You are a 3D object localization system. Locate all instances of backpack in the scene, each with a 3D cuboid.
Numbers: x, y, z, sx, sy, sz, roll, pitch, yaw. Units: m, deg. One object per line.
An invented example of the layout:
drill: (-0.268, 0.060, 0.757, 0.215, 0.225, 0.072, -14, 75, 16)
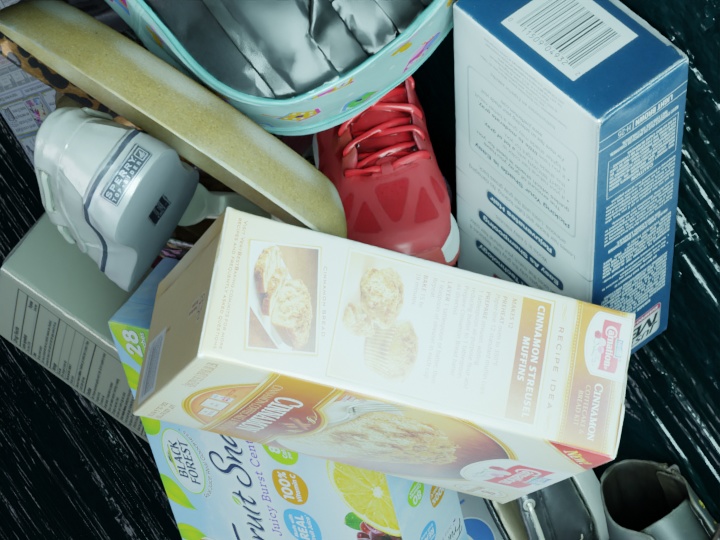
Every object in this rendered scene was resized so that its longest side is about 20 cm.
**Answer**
backpack: (-0.042, -0.165, 1.139, 0.200, 0.176, 0.153, 48, 173, 15)

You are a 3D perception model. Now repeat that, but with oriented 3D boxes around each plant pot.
plant pot: (-0.084, -0.072, 1.135, 0.199, 0.028, 0.200, 33, 179, 1)

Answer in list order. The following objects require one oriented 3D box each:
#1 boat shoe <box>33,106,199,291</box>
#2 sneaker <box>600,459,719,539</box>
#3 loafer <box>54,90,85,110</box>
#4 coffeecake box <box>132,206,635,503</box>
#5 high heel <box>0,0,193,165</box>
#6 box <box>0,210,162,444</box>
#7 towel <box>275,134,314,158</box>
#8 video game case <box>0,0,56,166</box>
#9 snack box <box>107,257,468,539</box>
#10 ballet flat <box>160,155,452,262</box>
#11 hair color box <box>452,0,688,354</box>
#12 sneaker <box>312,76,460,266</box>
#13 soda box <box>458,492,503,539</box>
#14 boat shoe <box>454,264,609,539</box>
boat shoe: (-0.129, -0.040, 1.226, 0.065, 0.072, 0.200, 33, 177, 5)
sneaker: (0.191, 0.183, 1.263, 0.200, 0.075, 0.107, 33, 151, 46)
loafer: (-0.116, -0.043, 1.501, 0.199, 0.068, 0.076, 35, 148, -23)
coffeecake box: (0.008, 0.045, 1.146, 0.198, 0.074, 0.153, 14, 163, -13)
high heel: (-0.129, -0.079, 1.415, 0.072, 0.141, 0.201, -78, -21, -60)
box: (-0.133, 0.037, 1.610, 0.199, 0.109, 0.128, 36, 157, 3)
towel: (0.000, 0.000, 1.400, 0.201, 0.030, 0.146, 70, 158, 9)
video game case: (-0.203, -0.126, 1.679, 0.182, 0.045, 0.200, 61, 157, -11)
snack box: (-0.036, 0.100, 1.364, 0.168, 0.068, 0.201, 12, 132, 30)
ballet flat: (-0.049, -0.032, 1.323, 0.198, 0.071, 0.070, 0, 86, 29)
hair color box: (0.098, -0.046, 1.158, 0.100, 0.060, 0.201, 43, 154, 30)
sneaker: (0.001, -0.080, 1.215, 0.200, 0.078, 0.116, -112, 12, -60)
soda box: (0.037, 0.144, 1.530, 0.063, 0.070, 0.201, 20, 139, 55)
boat shoe: (0.072, 0.084, 1.389, 0.201, 0.060, 0.074, 60, 162, -7)
